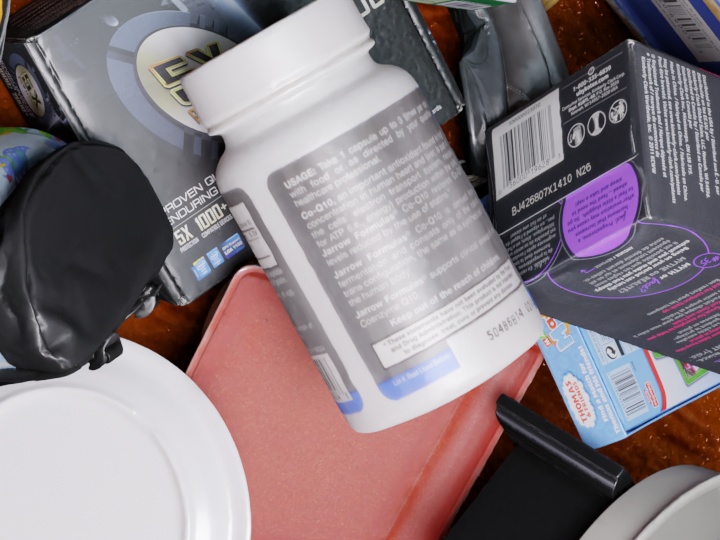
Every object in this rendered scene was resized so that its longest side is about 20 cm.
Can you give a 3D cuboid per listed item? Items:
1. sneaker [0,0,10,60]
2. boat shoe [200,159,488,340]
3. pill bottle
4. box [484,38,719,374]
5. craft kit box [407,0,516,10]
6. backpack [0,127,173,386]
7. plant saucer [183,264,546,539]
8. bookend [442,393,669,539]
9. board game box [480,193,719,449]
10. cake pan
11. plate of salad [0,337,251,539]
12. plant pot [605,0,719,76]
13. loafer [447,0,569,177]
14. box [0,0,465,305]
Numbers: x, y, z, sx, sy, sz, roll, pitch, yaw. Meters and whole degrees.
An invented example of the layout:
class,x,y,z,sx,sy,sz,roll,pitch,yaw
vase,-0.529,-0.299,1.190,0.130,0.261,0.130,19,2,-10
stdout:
class,x,y,z,sx,sy,sz,roll,pitch,yaw
sneaker,-0.207,-0.168,1.199,0.078,0.077,0.201,-6,68,-24
boat shoe,0.000,0.000,1.362,0.200,0.064,0.071,-37,111,-17
pill bottle,-0.002,-0.031,1.219,0.114,0.114,0.200,-30,96,-20
box,0.179,-0.026,1.305,0.200,0.122,0.106,19,57,-35
craft kit box,-0.003,-0.242,1.248,0.199,0.048,0.198,2,87,-37
backpack,-0.217,0.002,1.194,0.154,0.200,0.163,59,27,-14
plant saucer,-0.026,0.092,1.341,0.199,0.037,0.200,15,114,-30
bookend,0.084,0.209,1.372,0.200,0.092,0.199,-52,145,-11
board game box,0.167,0.001,1.395,0.200,0.037,0.152,-21,85,-45
cake pan,0.156,0.190,1.332,0.200,0.037,0.201,-30,136,-34
plate of salad,-0.149,0.132,1.274,0.199,0.048,0.201,-1,86,14
plant pot,0.239,-0.195,1.376,0.180,0.200,0.200,-43,105,-10
loafer,0.083,-0.155,1.361,0.072,0.073,0.201,-7,91,-3
box,-0.071,-0.106,1.300,0.200,0.086,0.164,-35,110,-18
